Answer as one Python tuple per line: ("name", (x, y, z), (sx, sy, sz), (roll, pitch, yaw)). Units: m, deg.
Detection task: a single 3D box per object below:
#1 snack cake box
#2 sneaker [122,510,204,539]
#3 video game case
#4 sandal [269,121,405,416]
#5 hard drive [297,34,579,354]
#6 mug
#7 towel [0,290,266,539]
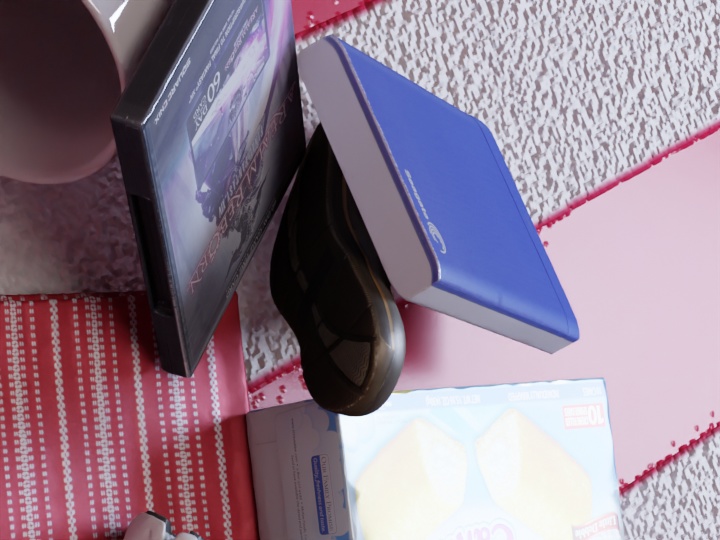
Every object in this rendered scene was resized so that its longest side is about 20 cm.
("snack cake box", (0.042, 0.117, 1.347), (0.200, 0.067, 0.115), (-2, 81, -46))
("sneaker", (-0.036, 0.192, 1.224), (0.200, 0.075, 0.081), (33, 82, 10))
("video game case", (-0.064, -0.061, 1.230), (0.200, 0.019, 0.143), (84, 28, -56))
("sandal", (0.000, 0.000, 1.298), (0.054, 0.082, 0.200), (15, 27, -22))
("hard drive", (0.042, -0.033, 1.337), (0.200, 0.025, 0.132), (21, 43, -65))
("mug", (-0.140, -0.167, 1.229), (0.200, 0.148, 0.175), (47, 48, -11))
("towel", (-0.129, 0.082, 1.260), (0.200, 0.022, 0.145), (-2, 81, -39))
